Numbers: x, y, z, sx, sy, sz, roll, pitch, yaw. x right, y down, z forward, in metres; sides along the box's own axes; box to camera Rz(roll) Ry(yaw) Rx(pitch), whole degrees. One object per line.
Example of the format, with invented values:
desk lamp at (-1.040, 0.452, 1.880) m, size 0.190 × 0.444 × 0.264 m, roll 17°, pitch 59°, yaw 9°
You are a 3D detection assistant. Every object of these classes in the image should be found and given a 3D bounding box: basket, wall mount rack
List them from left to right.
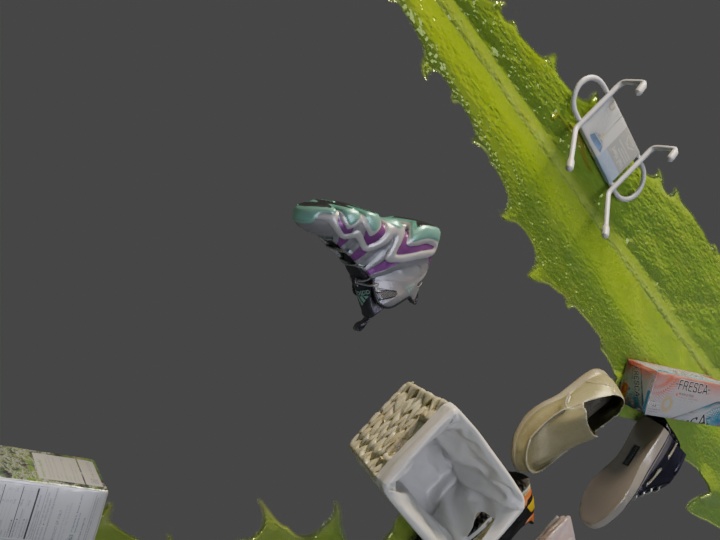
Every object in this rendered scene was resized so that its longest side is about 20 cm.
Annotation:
basket at (0.094, 0.260, 1.126) m, size 0.135 × 0.123 × 0.201 m, roll -43°, pitch 118°, yaw -12°
wall mount rack at (0.334, -0.152, 1.182) m, size 0.174 × 0.074 × 0.201 m, roll -44°, pitch 118°, yaw -12°

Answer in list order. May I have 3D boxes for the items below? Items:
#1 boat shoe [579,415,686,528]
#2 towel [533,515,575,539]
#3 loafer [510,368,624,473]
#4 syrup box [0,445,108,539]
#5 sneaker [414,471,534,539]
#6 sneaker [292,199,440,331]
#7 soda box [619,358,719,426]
boat shoe at (0.421, 0.323, 1.351) m, size 0.093 × 0.074 × 0.201 m, roll 43°, pitch 83°, yaw -27°
towel at (0.261, 0.491, 1.308) m, size 0.199 × 0.032 × 0.194 m, roll -32°, pitch 116°, yaw -34°
loafer at (0.295, 0.216, 1.258) m, size 0.199 × 0.068 × 0.076 m, roll -39°, pitch 118°, yaw -15°
syrup box at (-0.364, 0.228, 0.890) m, size 0.197 × 0.078 × 0.083 m, roll 16°, pitch 95°, yaw -31°
sneaker at (0.164, 0.365, 1.223) m, size 0.198 × 0.070 × 0.091 m, roll -29°, pitch 112°, yaw -21°
sneaker at (0.000, 0.000, 1.035) m, size 0.197 × 0.077 × 0.143 m, roll 11°, pitch 97°, yaw -30°
soda box at (0.487, 0.189, 1.361) m, size 0.197 × 0.063 × 0.070 m, roll 13°, pitch 96°, yaw -30°
